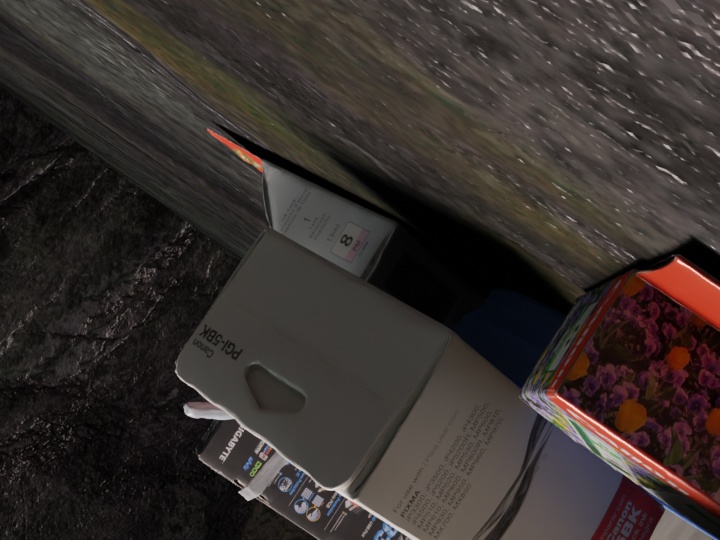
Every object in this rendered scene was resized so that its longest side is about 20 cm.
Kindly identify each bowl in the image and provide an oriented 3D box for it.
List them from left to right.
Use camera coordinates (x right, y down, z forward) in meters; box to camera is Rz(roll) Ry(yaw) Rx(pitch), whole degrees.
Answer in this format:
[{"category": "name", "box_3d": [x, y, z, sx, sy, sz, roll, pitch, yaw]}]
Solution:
[{"category": "bowl", "box_3d": [0.131, 0.075, 0.717, 0.199, 0.040, 0.201, 34, 176, 3]}]

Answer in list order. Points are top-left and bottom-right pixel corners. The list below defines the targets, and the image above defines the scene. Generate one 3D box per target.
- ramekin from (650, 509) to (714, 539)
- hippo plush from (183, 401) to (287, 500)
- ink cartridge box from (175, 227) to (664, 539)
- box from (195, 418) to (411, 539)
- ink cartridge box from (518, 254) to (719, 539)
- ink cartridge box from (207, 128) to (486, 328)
[{"category": "ramekin", "box_3d": [0.157, 0.147, 0.953, 0.199, 0.098, 0.200, 34, 176, 3]}, {"category": "hippo plush", "box_3d": [-0.017, 0.083, 1.110, 0.160, 0.199, 0.161, 58, 176, -20]}, {"category": "ink cartridge box", "box_3d": [0.031, 0.079, 0.706, 0.146, 0.083, 0.200, 29, 173, 46]}, {"category": "box", "box_3d": [-0.002, 0.122, 1.227, 0.197, 0.201, 0.050, 34, 176, -10]}, {"category": "ink cartridge box", "box_3d": [0.114, 0.052, 0.484, 0.108, 0.051, 0.200, 34, 177, 4]}, {"category": "ink cartridge box", "box_3d": [0.000, 0.000, 0.873, 0.199, 0.057, 0.162, 23, 169, 48]}]
